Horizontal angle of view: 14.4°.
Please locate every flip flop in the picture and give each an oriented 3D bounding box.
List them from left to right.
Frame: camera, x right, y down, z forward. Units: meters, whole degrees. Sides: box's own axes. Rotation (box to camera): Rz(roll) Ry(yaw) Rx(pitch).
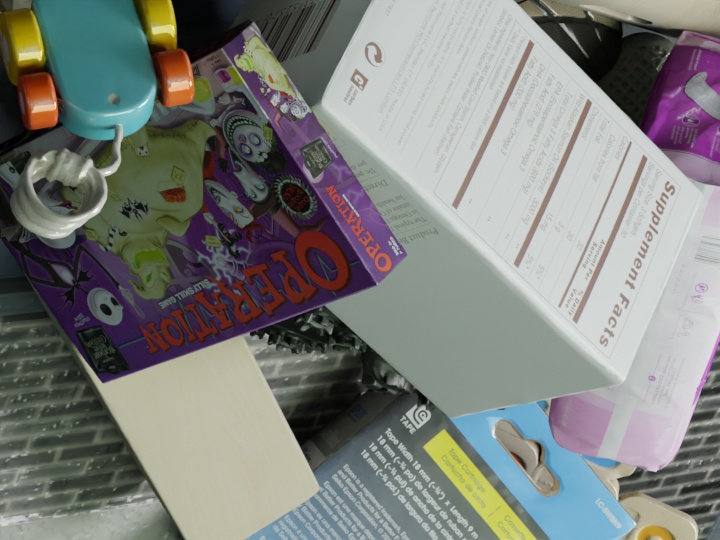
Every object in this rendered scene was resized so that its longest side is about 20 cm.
[{"bbox_3d":[0.045,-0.104,1.387,0.200,0.058,0.081,-28,105,-28],"label":"flip flop"}]

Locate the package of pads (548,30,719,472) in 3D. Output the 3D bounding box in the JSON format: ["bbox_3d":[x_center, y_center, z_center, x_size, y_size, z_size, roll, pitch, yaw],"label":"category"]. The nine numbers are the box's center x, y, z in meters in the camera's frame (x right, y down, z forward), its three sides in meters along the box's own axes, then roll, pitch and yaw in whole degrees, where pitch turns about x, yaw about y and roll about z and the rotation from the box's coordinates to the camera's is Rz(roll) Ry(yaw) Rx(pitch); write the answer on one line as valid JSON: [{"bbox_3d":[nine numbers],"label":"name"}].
[{"bbox_3d":[0.157,-0.007,1.427,0.121,0.076,0.200,-68,174,-49],"label":"package of pads"}]

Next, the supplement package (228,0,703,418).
[{"bbox_3d":[0.035,-0.042,1.269,0.200,0.117,0.117,43,55,-26],"label":"supplement package"}]

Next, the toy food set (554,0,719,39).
[{"bbox_3d":[0.158,-0.214,1.378,0.143,0.060,0.200,11,104,-46],"label":"toy food set"}]

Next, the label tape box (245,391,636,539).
[{"bbox_3d":[0.026,0.146,1.550,0.200,0.063,0.144,-40,101,-3],"label":"label tape box"}]

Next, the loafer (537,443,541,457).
[{"bbox_3d":[0.087,0.111,1.637,0.071,0.073,0.200,-5,135,-52],"label":"loafer"}]

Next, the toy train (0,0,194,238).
[{"bbox_3d":[-0.167,-0.091,1.148,0.150,0.200,0.056,-52,171,-26],"label":"toy train"}]

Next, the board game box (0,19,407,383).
[{"bbox_3d":[-0.081,-0.024,1.228,0.120,0.200,0.032,53,49,-14],"label":"board game box"}]

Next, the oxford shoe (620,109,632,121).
[{"bbox_3d":[0.084,-0.055,1.407,0.073,0.071,0.200,-58,-166,-25],"label":"oxford shoe"}]

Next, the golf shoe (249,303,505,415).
[{"bbox_3d":[0.000,0.000,1.359,0.200,0.078,0.095,26,73,-44],"label":"golf shoe"}]

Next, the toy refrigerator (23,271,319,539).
[{"bbox_3d":[-0.093,0.054,1.417,0.076,0.070,0.200,-32,140,-7],"label":"toy refrigerator"}]

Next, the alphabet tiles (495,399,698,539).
[{"bbox_3d":[0.080,0.145,1.592,0.015,0.196,0.200,-63,177,-63],"label":"alphabet tiles"}]

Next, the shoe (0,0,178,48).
[{"bbox_3d":[-0.110,-0.102,1.260,0.070,0.053,0.200,-35,142,-9],"label":"shoe"}]

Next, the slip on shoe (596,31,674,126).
[{"bbox_3d":[0.121,-0.047,1.511,0.074,0.061,0.200,-5,133,-22],"label":"slip on shoe"}]
